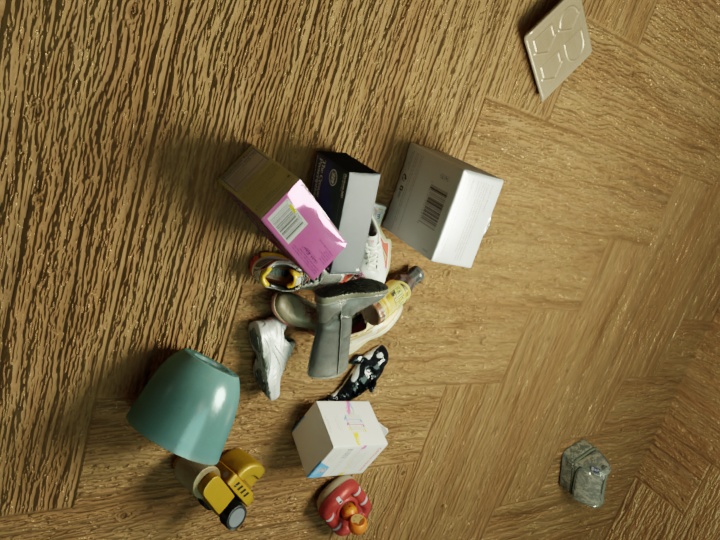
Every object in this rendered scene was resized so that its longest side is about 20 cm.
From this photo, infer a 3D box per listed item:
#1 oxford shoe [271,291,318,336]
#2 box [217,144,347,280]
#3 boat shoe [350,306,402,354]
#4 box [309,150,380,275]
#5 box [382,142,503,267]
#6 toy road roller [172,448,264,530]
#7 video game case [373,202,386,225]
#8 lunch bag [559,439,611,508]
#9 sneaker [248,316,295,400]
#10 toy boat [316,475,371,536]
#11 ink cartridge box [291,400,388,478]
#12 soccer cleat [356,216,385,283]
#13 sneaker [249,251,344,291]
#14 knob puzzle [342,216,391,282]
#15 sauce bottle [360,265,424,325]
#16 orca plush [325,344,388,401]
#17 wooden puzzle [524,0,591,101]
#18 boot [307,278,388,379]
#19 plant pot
[{"bbox_3d":[-0.110,0.090,1.429,0.198,0.073,0.073,28,62,-49],"label":"oxford shoe"},{"bbox_3d":[-0.144,-0.108,1.222,0.097,0.199,0.177,-44,133,-6],"label":"box"},{"bbox_3d":[0.014,0.118,1.553,0.198,0.074,0.070,-38,137,-14],"label":"boat shoe"},{"bbox_3d":[-0.043,-0.114,1.308,0.077,0.141,0.205,-3,115,-35],"label":"box"},{"bbox_3d":[0.174,-0.143,1.449,0.128,0.199,0.204,8,109,-37],"label":"box"},{"bbox_3d":[-0.301,0.450,1.467,0.147,0.121,0.203,-48,135,-25],"label":"toy road roller"},{"bbox_3d":[-0.050,-0.072,1.435,0.196,0.023,0.186,9,108,-40],"label":"video game case"},{"bbox_3d":[0.842,0.758,2.473,0.137,0.167,0.205,-20,125,-27],"label":"lunch bag"},{"bbox_3d":[-0.180,0.190,1.443,0.098,0.077,0.205,-20,125,-31],"label":"sneaker"},{"bbox_3d":[-0.029,0.643,1.767,0.130,0.130,0.202,-39,132,-13],"label":"toy boat"},{"bbox_3d":[-0.042,0.405,1.610,0.196,0.127,0.129,10,130,-41],"label":"ink cartridge box"},{"bbox_3d":[0.015,-0.045,1.393,0.069,0.086,0.205,-28,113,-20],"label":"soccer cleat"},{"bbox_3d":[-0.124,0.014,1.355,0.194,0.082,0.080,0,112,-22],"label":"sneaker"},{"bbox_3d":[0.000,0.000,1.477,0.215,0.030,0.225,-18,124,-29],"label":"knob puzzle"},{"bbox_3d":[0.079,0.051,1.537,0.199,0.065,0.068,-40,135,-40],"label":"sauce bottle"},{"bbox_3d":[0.003,0.270,1.628,0.197,0.071,0.107,-32,129,-20],"label":"orca plush"},{"bbox_3d":[0.458,-0.532,1.564,0.185,0.046,0.201,-43,137,-10],"label":"wooden puzzle"},{"bbox_3d":[-0.028,0.126,1.410,0.177,0.073,0.206,-8,115,-18],"label":"boot"},{"bbox_3d":[-0.325,0.251,1.292,0.199,0.198,0.164,35,80,-43],"label":"plant pot"}]
